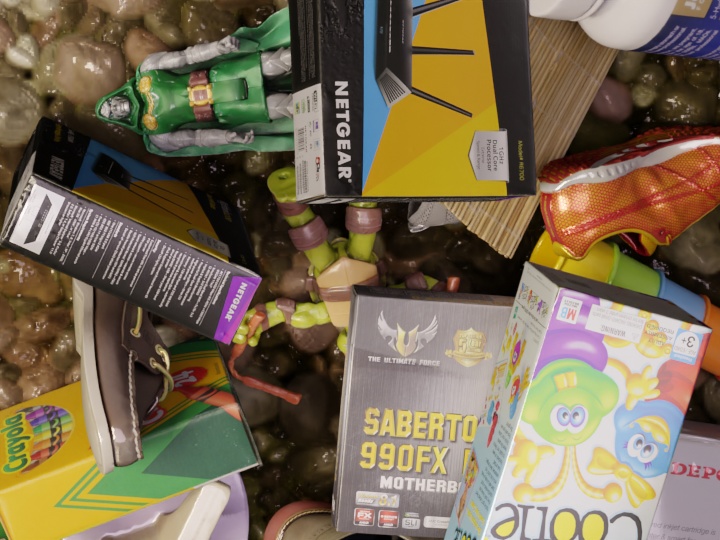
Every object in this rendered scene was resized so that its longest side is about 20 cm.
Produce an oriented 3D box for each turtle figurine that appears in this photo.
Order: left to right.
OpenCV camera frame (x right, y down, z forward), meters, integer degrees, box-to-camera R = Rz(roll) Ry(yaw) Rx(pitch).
[{"bbox_3d":[0.000,0.000,1.344,0.199,0.065,0.162,-8,120,3],"label":"turtle figurine"}]

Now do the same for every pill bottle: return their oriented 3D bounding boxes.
[{"bbox_3d":[0.201,-0.200,1.288,0.199,0.120,0.121,2,100,-27],"label":"pill bottle"}]

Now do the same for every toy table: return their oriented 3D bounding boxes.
[{"bbox_3d":[-0.140,0.215,1.339,0.183,0.117,0.201,13,97,-11],"label":"toy table"}]

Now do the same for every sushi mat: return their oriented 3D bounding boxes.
[{"bbox_3d":[0.113,-0.114,1.321,0.096,0.012,0.201,40,72,-36],"label":"sushi mat"}]

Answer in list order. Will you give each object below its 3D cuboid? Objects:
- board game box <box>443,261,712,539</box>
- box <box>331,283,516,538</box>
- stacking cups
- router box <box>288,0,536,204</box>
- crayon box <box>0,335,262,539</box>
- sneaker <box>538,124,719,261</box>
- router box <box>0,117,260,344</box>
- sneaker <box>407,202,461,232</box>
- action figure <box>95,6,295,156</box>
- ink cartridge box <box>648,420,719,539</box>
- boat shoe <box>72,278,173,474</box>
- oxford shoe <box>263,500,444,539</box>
[{"bbox_3d":[0.131,0.110,1.237,0.102,0.105,0.201,15,97,-8],"label":"board game box"},{"bbox_3d":[0.086,0.097,1.308,0.199,0.048,0.159,5,99,-6],"label":"box"},{"bbox_3d":[0.215,0.029,1.387,0.199,0.061,0.061,24,96,-13],"label":"stacking cups"},{"bbox_3d":[0.031,-0.143,1.240,0.148,0.051,0.201,-2,87,-25],"label":"router box"},{"bbox_3d":[-0.174,0.117,1.307,0.199,0.127,0.051,-21,113,-5],"label":"crayon box"},{"bbox_3d":[0.206,-0.055,1.354,0.199,0.073,0.078,-15,106,-22],"label":"sneaker"},{"bbox_3d":[-0.145,-0.029,1.243,0.149,0.200,0.051,25,99,-13],"label":"router box"},{"bbox_3d":[0.036,-0.117,1.325,0.082,0.075,0.201,-22,103,-5],"label":"sneaker"},{"bbox_3d":[-0.079,-0.117,1.301,0.199,0.055,0.119,-8,90,13],"label":"action figure"},{"bbox_3d":[0.191,0.202,1.402,0.144,0.083,0.201,9,98,-9],"label":"ink cartridge box"},{"bbox_3d":[-0.150,0.055,1.270,0.059,0.200,0.072,-3,122,-10],"label":"boat shoe"},{"bbox_3d":[0.035,0.200,1.366,0.199,0.075,0.071,2,100,-29],"label":"oxford shoe"}]
